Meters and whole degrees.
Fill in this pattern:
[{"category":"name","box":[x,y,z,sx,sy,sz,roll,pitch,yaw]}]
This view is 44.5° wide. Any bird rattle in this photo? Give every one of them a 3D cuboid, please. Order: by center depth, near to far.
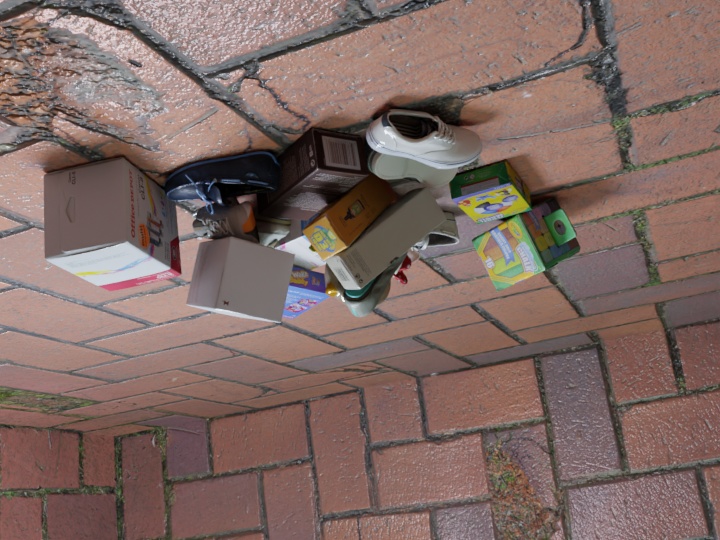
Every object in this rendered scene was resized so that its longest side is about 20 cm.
[{"category":"bird rattle","box":[0.000,0.000,1.597,0.199,0.165,0.112,26,144,-27]}]

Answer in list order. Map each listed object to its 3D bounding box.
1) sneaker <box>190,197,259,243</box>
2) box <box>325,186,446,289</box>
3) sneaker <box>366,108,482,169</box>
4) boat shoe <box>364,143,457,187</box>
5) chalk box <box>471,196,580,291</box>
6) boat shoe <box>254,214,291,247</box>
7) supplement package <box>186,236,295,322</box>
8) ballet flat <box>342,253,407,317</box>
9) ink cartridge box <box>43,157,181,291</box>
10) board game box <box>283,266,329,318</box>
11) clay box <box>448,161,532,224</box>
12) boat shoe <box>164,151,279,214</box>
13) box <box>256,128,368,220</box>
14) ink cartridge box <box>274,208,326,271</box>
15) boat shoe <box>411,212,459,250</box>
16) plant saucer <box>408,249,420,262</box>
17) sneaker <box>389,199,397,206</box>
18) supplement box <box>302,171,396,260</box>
[{"category":"sneaker","box":[-0.231,-0.075,1.478,0.091,0.077,0.200,-16,-166,-19]},{"category":"box","box":[0.042,-0.054,1.469,0.199,0.069,0.082,-38,-168,-16]},{"category":"sneaker","box":[0.109,-0.203,1.351,0.198,0.074,0.071,1,164,-25]},{"category":"boat shoe","box":[0.083,-0.183,1.461,0.199,0.074,0.062,-1,-154,-42]},{"category":"chalk box","box":[0.347,-0.058,1.777,0.123,0.125,0.200,-24,175,-35]},{"category":"boat shoe","box":[-0.178,-0.061,1.588,0.074,0.069,0.200,10,176,-23]},{"category":"supplement package","box":[-0.204,0.017,1.471,0.116,0.118,0.200,15,174,-23]},{"category":"ballet flat","box":[0.035,-0.002,1.538,0.067,0.201,0.064,15,146,33]},{"category":"ink cartridge box","box":[-0.400,-0.070,1.431,0.143,0.147,0.200,-11,163,11]},{"category":"board game box","box":[-0.172,0.037,1.719,0.199,0.045,0.134,14,147,-41]},{"category":"clay box","box":[0.251,-0.139,1.661,0.114,0.048,0.200,-15,161,21]},{"category":"boat shoe","box":[-0.227,-0.138,1.417,0.198,0.069,0.084,-14,162,20]},{"category":"box","box":[-0.083,-0.152,1.436,0.099,0.076,0.199,4,158,-35]},{"category":"ink cartridge box","box":[-0.132,-0.048,1.698,0.198,0.069,0.115,-21,147,24]},{"category":"boat shoe","box":[0.112,-0.071,1.749,0.198,0.066,0.072,-3,153,-35]},{"category":"plant saucer","box":[0.025,-0.033,1.836,0.198,0.035,0.200,-6,167,-1]},{"category":"sneaker","box":[0.055,-0.104,1.641,0.198,0.079,0.090,2,159,-26]},{"category":"supplement box","box":[-0.016,-0.096,1.466,0.068,0.067,0.200,-29,-169,36]}]
